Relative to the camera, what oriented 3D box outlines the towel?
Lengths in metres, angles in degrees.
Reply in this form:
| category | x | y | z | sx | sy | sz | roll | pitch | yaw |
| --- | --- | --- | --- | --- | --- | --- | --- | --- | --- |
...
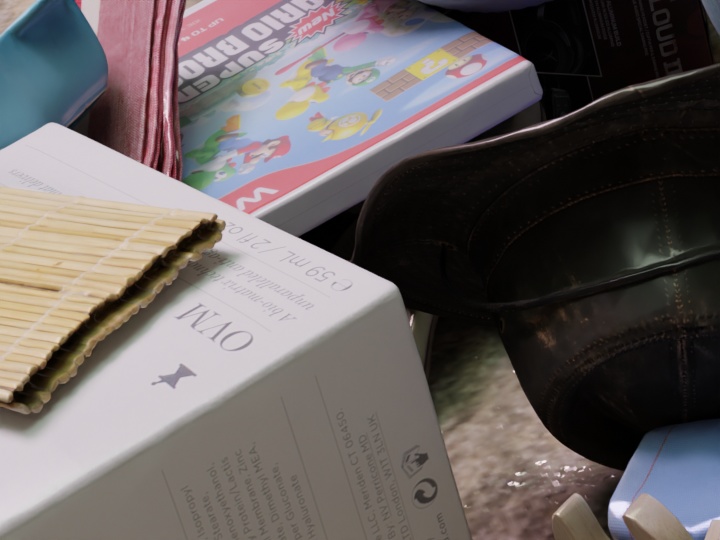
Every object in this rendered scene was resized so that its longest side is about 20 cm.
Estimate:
| category | x | y | z | sx | sy | sz | roll | pitch | yaw |
| --- | --- | --- | --- | --- | --- | --- | --- | --- | --- |
| towel | -0.132 | -0.027 | 0.973 | 0.200 | 0.023 | 0.144 | -34 | 40 | 38 |

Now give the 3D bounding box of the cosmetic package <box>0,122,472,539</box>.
| category | x | y | z | sx | sy | sz | roll | pitch | yaw |
| --- | --- | --- | --- | --- | --- | --- | --- | --- | --- |
| cosmetic package | -0.108 | 0.070 | 0.751 | 0.200 | 0.123 | 0.199 | -32 | 32 | -24 |

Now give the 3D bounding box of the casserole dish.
| category | x | y | z | sx | sy | sz | roll | pitch | yaw |
| --- | --- | --- | --- | --- | --- | --- | --- | --- | --- |
| casserole dish | -0.154 | -0.019 | 0.904 | 0.200 | 0.039 | 0.121 | -48 | 6 | 23 |

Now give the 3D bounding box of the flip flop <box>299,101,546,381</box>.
| category | x | y | z | sx | sy | sz | roll | pitch | yaw |
| --- | --- | --- | --- | --- | --- | --- | --- | --- | --- |
| flip flop | 0.000 | 0.000 | 0.914 | 0.081 | 0.058 | 0.200 | 16 | 65 | 40 |

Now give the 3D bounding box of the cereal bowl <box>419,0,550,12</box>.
| category | x | y | z | sx | sy | sz | roll | pitch | yaw |
| --- | --- | --- | --- | --- | --- | --- | --- | --- | --- |
| cereal bowl | 0.013 | -0.175 | 0.997 | 0.083 | 0.200 | 0.200 | -47 | 13 | 33 |

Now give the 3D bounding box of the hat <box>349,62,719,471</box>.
| category | x | y | z | sx | sy | sz | roll | pitch | yaw |
| --- | --- | --- | --- | --- | --- | --- | --- | --- | --- |
| hat | 0.091 | 0.012 | 0.740 | 0.200 | 0.201 | 0.081 | -14 | 71 | 7 |

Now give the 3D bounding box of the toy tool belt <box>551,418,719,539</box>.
| category | x | y | z | sx | sy | sz | roll | pitch | yaw |
| --- | --- | --- | --- | --- | --- | --- | --- | --- | --- |
| toy tool belt | 0.118 | 0.080 | 0.683 | 0.200 | 0.123 | 0.125 | -2 | 32 | 25 |

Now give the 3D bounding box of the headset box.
| category | x | y | z | sx | sy | sz | roll | pitch | yaw |
| --- | --- | --- | --- | --- | --- | --- | --- | --- | --- |
| headset box | 0.054 | -0.109 | 1.093 | 0.200 | 0.077 | 0.149 | -17 | 30 | -2 |

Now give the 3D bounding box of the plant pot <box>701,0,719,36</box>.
| category | x | y | z | sx | sy | sz | roll | pitch | yaw |
| --- | --- | --- | --- | --- | --- | --- | --- | --- | --- |
| plant pot | 0.205 | -0.123 | 0.905 | 0.200 | 0.200 | 0.134 | -19 | -12 | -3 |

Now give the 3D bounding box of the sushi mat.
| category | x | y | z | sx | sy | sz | roll | pitch | yaw |
| --- | --- | --- | --- | --- | --- | --- | --- | --- | --- |
| sushi mat | -0.140 | -0.001 | 0.749 | 0.200 | 0.012 | 0.096 | 9 | 39 | 39 |

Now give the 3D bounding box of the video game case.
| category | x | y | z | sx | sy | sz | roll | pitch | yaw |
| --- | --- | --- | --- | --- | --- | --- | --- | --- | --- |
| video game case | -0.037 | -0.066 | 0.973 | 0.143 | 0.017 | 0.200 | -30 | 29 | -13 |
